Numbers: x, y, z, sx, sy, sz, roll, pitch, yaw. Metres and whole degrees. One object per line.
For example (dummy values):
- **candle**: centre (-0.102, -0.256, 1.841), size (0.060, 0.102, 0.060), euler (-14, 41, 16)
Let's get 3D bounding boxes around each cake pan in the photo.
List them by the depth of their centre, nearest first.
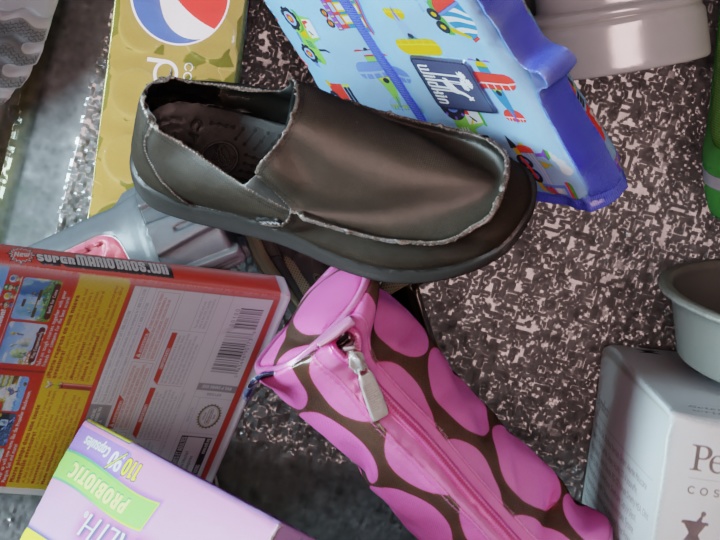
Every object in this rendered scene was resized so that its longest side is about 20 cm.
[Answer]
- **cake pan**: centre (0.243, 0.035, 1.172), size (0.199, 0.200, 0.037), euler (7, 103, -4)

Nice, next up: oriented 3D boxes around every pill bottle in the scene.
- **pill bottle**: centre (0.117, -0.200, 1.176), size (0.119, 0.120, 0.201), euler (-10, 97, -1)

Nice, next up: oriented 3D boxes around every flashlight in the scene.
- **flashlight**: centre (-0.151, 0.016, 1.157), size (0.199, 0.068, 0.068), euler (-23, 104, 7)

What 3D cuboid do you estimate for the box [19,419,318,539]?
- **box**: centre (-0.040, 0.172, 1.134), size (0.200, 0.176, 0.097), euler (32, 83, -37)

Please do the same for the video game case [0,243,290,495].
- **video game case**: centre (-0.147, 0.051, 1.136), size (0.199, 0.017, 0.143), euler (6, 127, -26)

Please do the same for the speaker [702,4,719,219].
- **speaker**: centre (0.218, -0.123, 1.174), size (0.088, 0.088, 0.201), euler (3, 103, -3)

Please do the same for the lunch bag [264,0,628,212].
- **lunch bag**: centre (0.048, -0.109, 1.119), size (0.094, 0.200, 0.151), euler (-40, 117, -13)

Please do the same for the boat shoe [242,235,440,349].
- **boat shoe**: centre (0.000, 0.000, 1.208), size (0.073, 0.074, 0.201), euler (-9, 109, 41)

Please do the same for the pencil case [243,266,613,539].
- **pencil case**: centre (0.038, 0.090, 1.132), size (0.200, 0.094, 0.091), euler (45, 76, -14)

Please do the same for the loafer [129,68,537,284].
- **loafer**: centre (-0.019, -0.046, 1.082), size (0.199, 0.071, 0.073), euler (8, 64, 15)

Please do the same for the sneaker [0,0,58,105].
- **sneaker**: centre (-0.192, -0.152, 1.202), size (0.075, 0.082, 0.200), euler (25, 112, -45)

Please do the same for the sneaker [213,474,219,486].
- **sneaker**: centre (-0.124, 0.178, 1.229), size (0.077, 0.085, 0.201), euler (20, 95, -5)

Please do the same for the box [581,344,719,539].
- **box**: centre (0.221, 0.124, 1.180), size (0.198, 0.200, 0.132), euler (7, 97, -3)

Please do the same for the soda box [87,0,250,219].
- **soda box**: centre (-0.093, -0.106, 1.206), size (0.067, 0.064, 0.201), euler (7, 97, -2)
